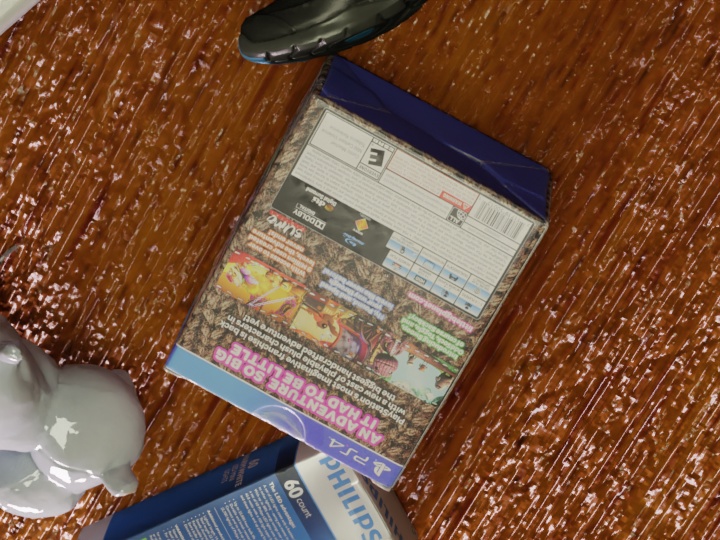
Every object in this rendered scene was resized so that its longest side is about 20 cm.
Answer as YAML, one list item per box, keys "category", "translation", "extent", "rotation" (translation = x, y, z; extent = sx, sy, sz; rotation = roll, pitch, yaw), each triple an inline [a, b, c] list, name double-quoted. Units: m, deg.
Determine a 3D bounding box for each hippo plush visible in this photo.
- category: "hippo plush"
  translation: [-0.213, 0.068, 1.694]
  extent: [0.160, 0.160, 0.200]
  rotation: [24, 130, -35]

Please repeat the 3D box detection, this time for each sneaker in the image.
- category: "sneaker"
  translation: [0.012, -0.186, 1.605]
  extent: [0.199, 0.073, 0.082]
  rotation: [-26, 89, 8]

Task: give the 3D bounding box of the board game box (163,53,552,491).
- category: "board game box"
  translation: [0.000, 0.000, 1.649]
  extent: [0.159, 0.097, 0.201]
  rotation: [29, 110, -5]

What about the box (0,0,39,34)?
- category: "box"
  translation: [-0.268, -0.194, 1.540]
  extent: [0.199, 0.200, 0.171]
  rotation: [-40, 103, 7]

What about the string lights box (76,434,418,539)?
- category: "string lights box"
  translation: [-0.074, 0.179, 1.741]
  extent: [0.199, 0.059, 0.103]
  rotation: [-24, 106, 14]
